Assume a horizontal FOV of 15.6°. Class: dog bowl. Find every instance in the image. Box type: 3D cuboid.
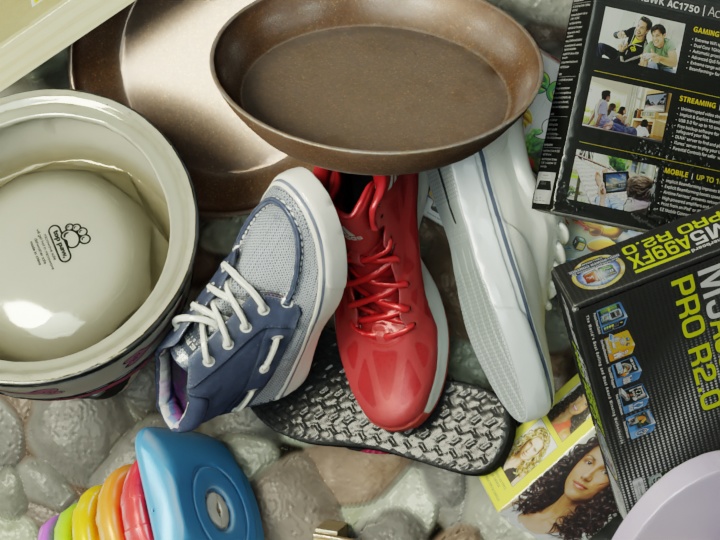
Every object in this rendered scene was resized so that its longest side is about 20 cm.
[{"bbox_3d":[-0.193,-0.008,1.636,0.200,0.074,0.201,-3,65,6],"label":"dog bowl"}]

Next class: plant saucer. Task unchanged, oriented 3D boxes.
[{"bbox_3d":[0.009,-0.113,1.577,0.200,0.200,0.035,10,127,12],"label":"plant saucer"},{"bbox_3d":[-0.088,-0.135,1.691,0.200,0.037,0.201,1,96,13],"label":"plant saucer"}]

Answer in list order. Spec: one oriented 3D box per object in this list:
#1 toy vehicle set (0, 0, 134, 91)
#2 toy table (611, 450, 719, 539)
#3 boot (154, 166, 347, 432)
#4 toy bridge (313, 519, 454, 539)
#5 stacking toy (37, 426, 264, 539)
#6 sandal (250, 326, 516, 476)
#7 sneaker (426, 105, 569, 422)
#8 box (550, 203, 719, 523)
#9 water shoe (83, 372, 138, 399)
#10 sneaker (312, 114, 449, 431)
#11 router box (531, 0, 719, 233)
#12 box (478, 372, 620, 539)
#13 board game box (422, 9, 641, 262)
[{"bbox_3d":[-0.183,-0.195,1.668,0.200,0.124,0.027,-32,128,14],"label":"toy vehicle set"},{"bbox_3d":[0.218,0.221,1.577,0.183,0.117,0.200,-9,124,-11],"label":"toy table"},{"bbox_3d":[-0.070,0.025,1.586,0.073,0.090,0.200,49,148,27],"label":"boot"},{"bbox_3d":[0.059,0.189,1.671,0.199,0.067,0.027,6,96,11],"label":"toy bridge"},{"bbox_3d":[-0.171,0.187,1.714,0.200,0.110,0.116,-23,70,25],"label":"stacking toy"},{"bbox_3d":[0.010,0.086,1.678,0.200,0.045,0.075,18,87,23],"label":"sandal"},{"bbox_3d":[0.096,-0.009,1.605,0.071,0.073,0.201,-16,95,-16],"label":"sneaker"},{"bbox_3d":[0.213,0.057,1.564,0.160,0.044,0.200,-20,126,-3],"label":"box"},{"bbox_3d":[-0.223,0.004,1.711,0.200,0.079,0.072,40,102,6],"label":"water shoe"},{"bbox_3d":[0.000,0.000,1.601,0.078,0.115,0.201,-8,87,19],"label":"sneaker"},{"bbox_3d":[0.216,-0.088,1.578,0.199,0.051,0.150,12,91,-11],"label":"router box"},{"bbox_3d":[0.170,0.087,1.631,0.200,0.050,0.075,-45,127,13],"label":"box"},{"bbox_3d":[0.122,-0.061,1.651,0.200,0.035,0.126,30,100,9],"label":"board game box"}]
